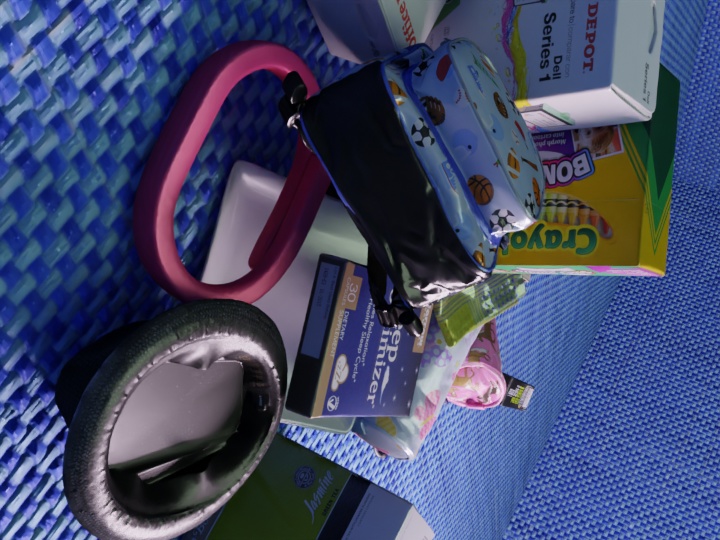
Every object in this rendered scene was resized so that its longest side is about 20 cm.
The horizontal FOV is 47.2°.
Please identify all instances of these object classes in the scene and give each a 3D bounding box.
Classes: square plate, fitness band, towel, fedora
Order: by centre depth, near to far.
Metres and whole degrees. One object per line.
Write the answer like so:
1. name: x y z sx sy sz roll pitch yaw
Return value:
1. fedora: -0.143 0.094 0.588 0.200 0.091 0.204 -32 133 -42
2. fitness band: -0.087 -0.068 0.608 0.143 0.037 0.203 34 76 -49
3. square plate: -0.059 0.030 0.712 0.196 0.028 0.203 18 92 -35
4. towel: 0.107 -0.040 0.840 0.142 0.023 0.204 -24 105 -40

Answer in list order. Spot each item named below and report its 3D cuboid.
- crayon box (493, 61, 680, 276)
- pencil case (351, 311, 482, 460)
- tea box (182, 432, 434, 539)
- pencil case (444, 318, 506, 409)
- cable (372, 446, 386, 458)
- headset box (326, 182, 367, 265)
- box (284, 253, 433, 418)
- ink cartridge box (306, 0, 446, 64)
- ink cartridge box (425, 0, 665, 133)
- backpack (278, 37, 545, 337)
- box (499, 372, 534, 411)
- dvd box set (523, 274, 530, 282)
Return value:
1. crayon box: 0.182 -0.086 0.759 0.058 0.198 0.176 15 80 -44
2. pencil case: 0.062 0.099 0.873 0.202 0.082 0.091 -60 137 -20
3. tea box: -0.062 0.290 0.802 0.202 0.194 0.134 -59 154 -18
4. pencil case: 0.129 0.070 0.994 0.086 0.082 0.202 -41 -151 34
5. cable: 0.061 0.138 1.067 0.200 0.050 0.165 -60 173 -66
6. headset box: 0.000 0.000 0.849 0.151 0.076 0.200 -67 156 -2
7. box: 0.015 0.063 0.707 0.199 0.032 0.124 16 86 -60
8. ink cartridge box: 0.031 -0.287 0.670 0.202 0.083 0.146 -62 156 -14
9. ink cartridge box: 0.151 -0.202 0.715 0.083 0.198 0.148 14 81 -47
10. backpack: 0.052 -0.088 0.629 0.203 0.152 0.191 65 17 -14
11. box: 0.170 0.156 1.244 0.045 0.158 0.200 -65 156 -2
12. dvd box set: 0.165 -0.108 0.927 0.145 0.029 0.203 27 74 -40
